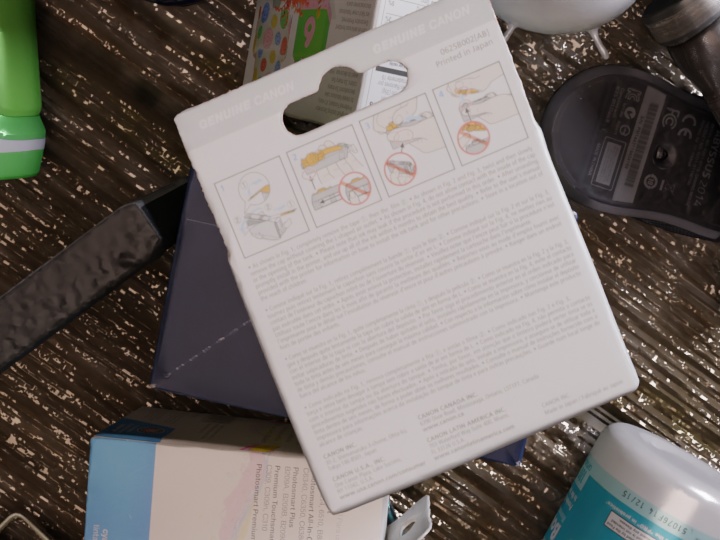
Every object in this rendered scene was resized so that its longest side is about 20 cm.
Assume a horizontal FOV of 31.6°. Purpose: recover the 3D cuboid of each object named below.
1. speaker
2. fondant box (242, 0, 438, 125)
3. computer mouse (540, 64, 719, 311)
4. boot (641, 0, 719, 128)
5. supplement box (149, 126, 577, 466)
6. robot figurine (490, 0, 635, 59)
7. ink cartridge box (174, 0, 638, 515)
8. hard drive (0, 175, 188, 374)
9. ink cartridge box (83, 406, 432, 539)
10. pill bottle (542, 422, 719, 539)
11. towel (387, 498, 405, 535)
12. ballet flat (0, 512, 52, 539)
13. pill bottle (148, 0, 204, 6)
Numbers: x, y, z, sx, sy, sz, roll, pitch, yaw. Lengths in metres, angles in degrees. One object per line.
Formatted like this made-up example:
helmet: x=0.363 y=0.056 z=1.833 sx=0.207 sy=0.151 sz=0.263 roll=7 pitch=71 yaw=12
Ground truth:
speaker: x=-0.235 y=-0.157 z=0.761 sx=0.087 sy=0.088 sz=0.203 roll=-1 pitch=98 yaw=0
fondant box: x=0.001 y=-0.183 z=0.727 sx=0.058 sy=0.144 sz=0.203 roll=7 pitch=99 yaw=-32
computer mouse: x=0.194 y=-0.063 z=0.798 sx=0.198 sy=0.053 sz=0.140 roll=20 pitch=96 yaw=-16
boot: x=0.260 y=-0.117 z=0.757 sx=0.199 sy=0.069 sz=0.175 roll=-39 pitch=103 yaw=-24
supplement box: x=0.000 y=0.000 z=0.726 sx=0.197 sy=0.200 sz=0.136 roll=13 pitch=98 yaw=-2
robot figurine: x=0.117 y=-0.227 z=0.738 sx=0.167 sy=0.113 sz=0.203 roll=3 pitch=98 yaw=5
ink cartridge box: x=0.023 y=-0.008 z=0.605 sx=0.161 sy=0.057 sz=0.203 roll=-22 pitch=90 yaw=3
hard drive: x=-0.158 y=0.004 z=0.726 sx=0.139 sy=0.200 sz=0.033 roll=-36 pitch=97 yaw=5
ink cartridge box: x=-0.057 y=0.162 z=0.774 sx=0.197 sy=0.129 sz=0.127 roll=6 pitch=91 yaw=3
pill bottle: x=0.157 y=0.207 z=0.802 sx=0.110 sy=0.111 sz=0.202 roll=27 pitch=97 yaw=-4
towel: x=-0.006 y=0.270 z=0.856 sx=0.145 sy=0.022 sz=0.202 roll=-22 pitch=97 yaw=2
ballet flat: x=-0.253 y=0.182 z=0.828 sx=0.198 sy=0.074 sz=0.075 roll=28 pitch=97 yaw=-6
pill bottle: x=-0.113 y=-0.206 z=0.696 sx=0.110 sy=0.200 sz=0.114 roll=0 pitch=99 yaw=0
